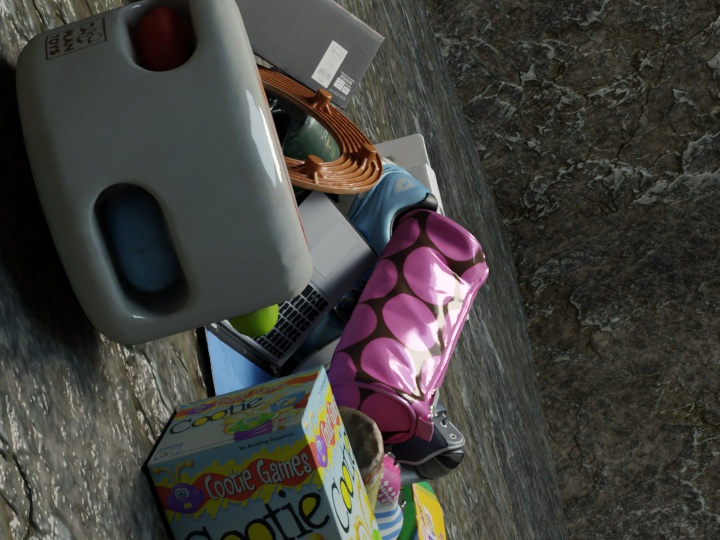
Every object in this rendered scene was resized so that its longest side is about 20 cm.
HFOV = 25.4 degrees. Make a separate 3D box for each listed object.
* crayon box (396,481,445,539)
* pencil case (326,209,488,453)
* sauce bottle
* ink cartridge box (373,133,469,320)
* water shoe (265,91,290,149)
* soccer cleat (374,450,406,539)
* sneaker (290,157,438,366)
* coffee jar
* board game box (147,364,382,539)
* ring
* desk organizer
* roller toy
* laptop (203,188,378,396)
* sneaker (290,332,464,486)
[{"bbox_3d":[0.044,0.276,1.484,0.201,0.058,0.119,-96,166,-45],"label":"crayon box"},{"bbox_3d":[0.041,0.044,1.273,0.091,0.093,0.201,81,26,-49],"label":"pencil case"},{"bbox_3d":[-0.021,0.170,1.144,0.201,0.065,0.066,98,-14,-54],"label":"sauce bottle"},{"bbox_3d":[0.030,-0.034,1.618,0.067,0.115,0.202,16,60,-81],"label":"ink cartridge box"},{"bbox_3d":[-0.093,-0.118,1.279,0.072,0.078,0.201,61,17,-54],"label":"water shoe"},{"bbox_3d":[-0.007,0.190,1.256,0.087,0.069,0.200,-61,158,-19],"label":"soccer cleat"},{"bbox_3d":[0.000,0.000,1.382,0.201,0.090,0.078,-62,151,-6],"label":"sneaker"},{"bbox_3d":[-0.048,-0.082,1.451,0.105,0.085,0.201,-98,167,-46],"label":"coffee jar"},{"bbox_3d":[-0.045,0.180,1.006,0.103,0.104,0.201,-69,141,-73],"label":"board game box"},{"bbox_3d":[-0.070,-0.120,1.189,0.019,0.199,0.201,-61,-168,22],"label":"ring"},{"bbox_3d":[-0.071,-0.207,1.301,0.077,0.072,0.200,32,4,32],"label":"desk organizer"},{"bbox_3d":[-0.114,-0.059,0.895,0.183,0.139,0.202,79,-6,-79],"label":"roller toy"},{"bbox_3d":[-0.039,0.068,1.205,0.116,0.200,0.187,41,-2,21],"label":"laptop"},{"bbox_3d":[0.058,0.093,1.356,0.146,0.202,0.077,46,-30,16],"label":"sneaker"}]
